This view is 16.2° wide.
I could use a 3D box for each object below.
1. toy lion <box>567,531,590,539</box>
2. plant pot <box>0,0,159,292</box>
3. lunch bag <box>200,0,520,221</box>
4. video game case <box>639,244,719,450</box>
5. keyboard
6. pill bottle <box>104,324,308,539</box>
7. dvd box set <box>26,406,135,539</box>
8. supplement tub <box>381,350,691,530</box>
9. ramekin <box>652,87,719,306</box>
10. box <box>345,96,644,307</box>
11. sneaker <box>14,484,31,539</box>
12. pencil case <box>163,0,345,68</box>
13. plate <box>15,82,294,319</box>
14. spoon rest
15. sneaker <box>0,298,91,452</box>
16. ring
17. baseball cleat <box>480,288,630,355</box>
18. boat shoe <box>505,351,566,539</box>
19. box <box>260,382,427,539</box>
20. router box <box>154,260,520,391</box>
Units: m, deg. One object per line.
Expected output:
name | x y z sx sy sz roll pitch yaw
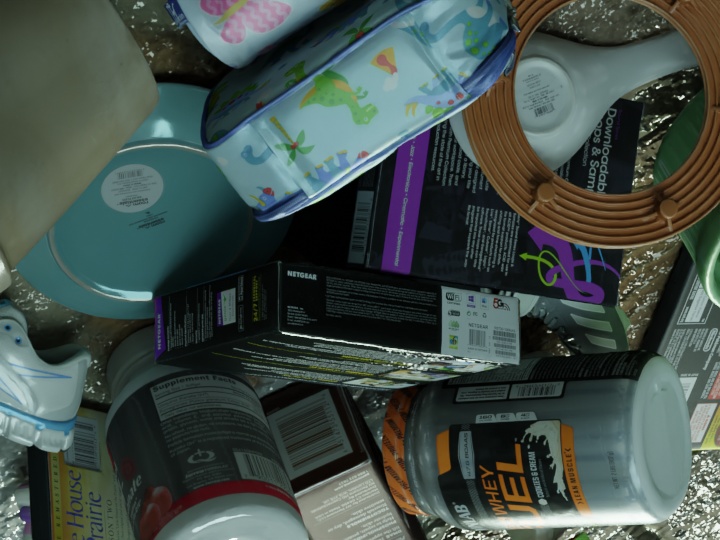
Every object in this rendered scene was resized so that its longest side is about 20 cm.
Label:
toy lion | 0.094 0.272 1.966 0.192 0.069 0.200 -37 174 32
plant pot | -0.220 -0.099 1.490 0.173 0.200 0.200 -35 137 -11
lunch bag | 0.000 -0.125 1.559 0.200 0.161 0.082 -34 110 12
video game case | 0.301 0.060 1.952 0.181 0.026 0.200 0 130 -22
keyboard | 0.000 0.000 1.777 0.127 0.021 0.200 -39 133 14
pill bottle | -0.112 0.130 1.724 0.111 0.200 0.111 -11 134 -12
dvd box set | -0.142 0.179 1.798 0.200 0.146 0.029 15 141 -34
supplement tub | 0.124 0.122 1.801 0.200 0.123 0.123 -5 143 27
ramekin | 0.299 -0.072 1.746 0.200 0.098 0.200 -23 149 -14
box | 0.092 -0.058 1.694 0.200 0.036 0.143 9 88 -27
sneaker | -0.168 0.217 1.849 0.200 0.089 0.080 18 162 -31
pencil case | -0.025 -0.206 1.528 0.200 0.091 0.083 -31 170 10
plate | -0.139 -0.037 1.668 0.200 0.026 0.200 -7 132 -8
spoon rest | 0.149 -0.124 1.678 0.200 0.099 0.061 -18 -179 -16
sneaker | -0.270 0.053 1.694 0.200 0.075 0.087 18 99 -32
ring | 0.163 -0.114 1.635 0.200 0.201 0.019 -10 176 -13
baseball cleat | 0.136 0.022 1.811 0.106 0.070 0.200 -29 127 -19
boat shoe | 0.150 0.133 1.934 0.068 0.072 0.200 -27 133 -27
box | -0.004 0.177 1.885 0.075 0.100 0.200 -24 136 1
router box | -0.016 0.040 1.691 0.200 0.051 0.149 9 165 -36
